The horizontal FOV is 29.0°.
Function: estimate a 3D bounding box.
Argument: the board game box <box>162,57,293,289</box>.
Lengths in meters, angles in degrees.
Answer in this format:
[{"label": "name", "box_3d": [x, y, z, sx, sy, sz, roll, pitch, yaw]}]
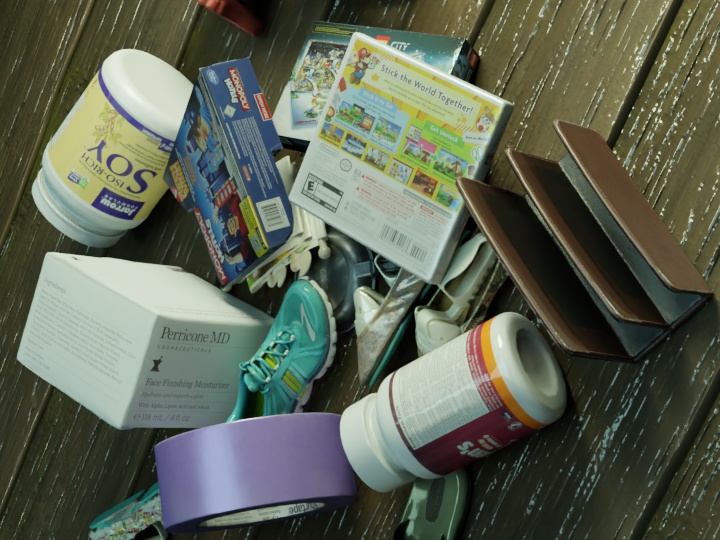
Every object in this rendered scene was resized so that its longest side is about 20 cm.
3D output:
[{"label": "board game box", "box_3d": [-0.143, -0.093, 1.497, 0.200, 0.061, 0.202, -34, 75, 62]}]

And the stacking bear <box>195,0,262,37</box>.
[{"label": "stacking bear", "box_3d": [-0.124, -0.385, 1.557, 0.113, 0.121, 0.201, 37, 98, 30]}]

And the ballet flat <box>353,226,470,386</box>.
[{"label": "ballet flat", "box_3d": [0.034, 0.020, 1.390, 0.067, 0.068, 0.201, 33, 104, 6]}]

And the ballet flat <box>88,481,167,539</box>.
[{"label": "ballet flat", "box_3d": [-0.234, 0.279, 1.600, 0.199, 0.076, 0.064, -33, 96, 37]}]

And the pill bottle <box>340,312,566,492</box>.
[{"label": "pill bottle", "box_3d": [0.084, 0.128, 1.303, 0.199, 0.109, 0.110, -31, 66, 27]}]

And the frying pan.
[{"label": "frying pan", "box_3d": [-0.004, 0.017, 1.457, 0.189, 0.031, 0.116, 15, 96, 43]}]

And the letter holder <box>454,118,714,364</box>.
[{"label": "letter holder", "box_3d": [0.191, -0.030, 1.223, 0.101, 0.141, 0.201, -45, 59, 26]}]

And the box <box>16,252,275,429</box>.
[{"label": "box", "box_3d": [-0.230, 0.078, 1.523, 0.199, 0.198, 0.132, 25, 101, 39]}]

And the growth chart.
[{"label": "growth chart", "box_3d": [-0.104, -0.048, 1.530, 0.199, 0.018, 0.146, -20, 70, 46]}]

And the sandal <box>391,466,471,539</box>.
[{"label": "sandal", "box_3d": [0.054, 0.276, 1.348, 0.079, 0.057, 0.203, 5, 83, 34]}]

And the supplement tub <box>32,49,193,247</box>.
[{"label": "supplement tub", "box_3d": [-0.282, -0.140, 1.629, 0.200, 0.145, 0.146, -50, 57, 24]}]

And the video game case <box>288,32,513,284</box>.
[{"label": "video game case", "box_3d": [0.034, -0.111, 1.339, 0.199, 0.023, 0.184, 31, 104, 35]}]

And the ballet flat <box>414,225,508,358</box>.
[{"label": "ballet flat", "box_3d": [0.094, 0.024, 1.340, 0.068, 0.075, 0.201, 40, 110, 34]}]

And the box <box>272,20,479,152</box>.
[{"label": "box", "box_3d": [0.010, -0.179, 1.426, 0.199, 0.038, 0.138, 14, 75, 37]}]

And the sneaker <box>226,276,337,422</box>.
[{"label": "sneaker", "box_3d": [-0.084, 0.102, 1.464, 0.077, 0.079, 0.202, 35, 115, 34]}]

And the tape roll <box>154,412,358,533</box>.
[{"label": "tape roll", "box_3d": [-0.105, 0.206, 1.403, 0.199, 0.199, 0.086, -20, 73, 36]}]
